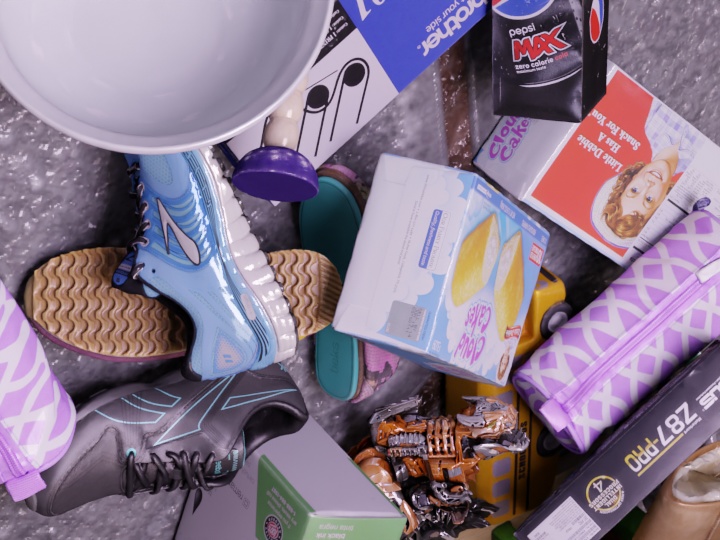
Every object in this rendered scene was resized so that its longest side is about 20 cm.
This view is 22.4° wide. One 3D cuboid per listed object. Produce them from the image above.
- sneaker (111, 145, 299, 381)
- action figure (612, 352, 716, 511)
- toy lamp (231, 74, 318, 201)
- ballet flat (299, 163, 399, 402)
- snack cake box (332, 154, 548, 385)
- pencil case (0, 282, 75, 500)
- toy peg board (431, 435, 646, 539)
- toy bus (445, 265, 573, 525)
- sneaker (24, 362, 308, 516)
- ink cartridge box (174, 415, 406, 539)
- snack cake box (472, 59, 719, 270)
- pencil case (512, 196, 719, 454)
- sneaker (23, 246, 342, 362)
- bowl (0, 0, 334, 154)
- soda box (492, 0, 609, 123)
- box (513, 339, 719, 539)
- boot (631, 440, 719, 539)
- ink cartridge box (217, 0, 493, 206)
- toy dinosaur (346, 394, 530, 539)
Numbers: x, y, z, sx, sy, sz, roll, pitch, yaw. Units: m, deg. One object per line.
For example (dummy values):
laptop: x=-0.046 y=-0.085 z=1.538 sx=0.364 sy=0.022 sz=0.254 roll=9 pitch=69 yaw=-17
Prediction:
sneaker: x=-0.114 y=-0.024 z=1.085 sx=0.090 sy=0.078 sz=0.200 roll=-27 pitch=89 yaw=-7
action figure: x=0.240 y=0.121 z=1.418 sx=0.118 sy=0.055 sz=0.200 roll=-15 pitch=94 yaw=-20
toy lamp: x=-0.036 y=-0.143 z=1.074 sx=0.058 sy=0.058 sz=0.200 roll=21 pitch=68 yaw=-40
ballet flat: x=0.000 y=0.000 z=1.240 sx=0.071 sy=0.069 sz=0.200 roll=-36 pitch=137 yaw=-36
snack cake box: x=0.057 y=0.005 z=1.193 sx=0.200 sy=0.067 sz=0.115 roll=26 pitch=78 yaw=-69
pencil case: x=-0.240 y=0.041 z=1.066 sx=0.084 sy=0.086 sz=0.200 roll=-29 pitch=131 yaw=-1
toy peg board: x=0.156 y=0.272 z=1.477 sx=0.200 sy=0.098 sz=0.199 roll=-24 pitch=127 yaw=-21
toy bus: x=0.107 y=0.087 z=1.358 sx=0.078 sy=0.065 sz=0.200 roll=-18 pitch=125 yaw=-24
sneaker: x=-0.123 y=0.108 z=1.178 sx=0.200 sy=0.079 sz=0.075 roll=-30 pitch=150 yaw=-27
ink cartridge box: x=-0.064 y=0.217 z=1.260 sx=0.084 sy=0.146 sz=0.200 roll=6 pitch=112 yaw=-35
snack cake box: x=0.189 y=-0.071 z=1.320 sx=0.200 sy=0.067 sz=0.115 roll=30 pitch=99 yaw=-41
pencil case: x=0.201 y=0.043 z=1.291 sx=0.200 sy=0.085 sz=0.084 roll=-42 pitch=98 yaw=-7
sneaker: x=-0.114 y=0.025 z=1.164 sx=0.200 sy=0.090 sz=0.075 roll=1 pitch=81 yaw=-9
bowl: x=-0.119 y=-0.150 z=1.019 sx=0.201 sy=0.201 sz=0.090 roll=-34 pitch=174 yaw=-14
soda box: x=0.123 y=-0.200 z=1.170 sx=0.071 sy=0.063 sz=0.200 roll=-44 pitch=137 yaw=-58
box: x=0.200 y=0.131 z=1.305 sx=0.200 sy=0.049 sz=0.161 roll=-44 pitch=173 yaw=4
boot: x=0.202 y=0.225 z=1.346 sx=0.175 sy=0.066 sz=0.200 roll=-27 pitch=150 yaw=-39
ink cartridge box: x=-0.013 y=-0.143 z=1.153 sx=0.200 sy=0.044 sz=0.094 roll=-43 pitch=133 yaw=-6
toy dinosaur: x=0.034 y=0.153 z=1.306 sx=0.136 sy=0.200 sz=0.102 roll=56 pitch=47 yaw=-21
